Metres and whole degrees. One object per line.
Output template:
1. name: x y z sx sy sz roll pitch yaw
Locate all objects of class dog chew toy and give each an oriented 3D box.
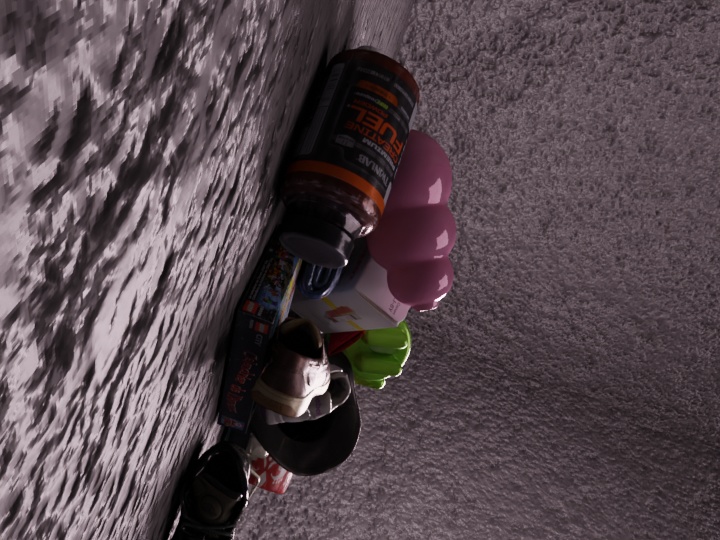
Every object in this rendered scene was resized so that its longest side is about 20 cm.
1. dog chew toy: 0.056 -0.054 0.753 0.125 0.122 0.204 127 -50 -86

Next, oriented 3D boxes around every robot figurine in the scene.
1. robot figurine: 0.009 0.099 1.035 0.200 0.114 0.179 -142 -120 -69

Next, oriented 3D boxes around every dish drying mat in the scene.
1. dish drying mat: -0.009 0.037 0.987 0.076 0.018 0.202 -36 -151 32

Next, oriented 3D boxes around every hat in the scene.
1. hat: -0.094 0.189 0.914 0.081 0.199 0.203 -37 -154 46

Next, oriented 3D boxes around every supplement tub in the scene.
1. supplement tub: -0.015 -0.107 0.647 0.107 0.105 0.203 113 -5 -72

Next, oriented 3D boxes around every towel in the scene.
1. towel: -0.053 -0.027 0.828 0.200 0.048 0.113 -151 -99 -75

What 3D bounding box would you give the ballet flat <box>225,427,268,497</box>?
1. ballet flat: -0.165 0.265 0.906 0.073 0.072 0.203 119 -10 -83

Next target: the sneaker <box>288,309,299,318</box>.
1. sneaker: -0.100 0.096 1.117 0.076 0.089 0.202 -91 -161 -59

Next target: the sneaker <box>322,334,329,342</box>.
1. sneaker: -0.083 0.088 1.290 0.203 0.112 0.075 -69 -159 -1

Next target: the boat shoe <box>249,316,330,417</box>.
1. boat shoe: -0.061 0.085 0.675 0.200 0.071 0.073 -34 145 -82

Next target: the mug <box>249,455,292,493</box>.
1. mug: -0.124 0.234 1.037 0.178 0.131 0.203 70 42 -73

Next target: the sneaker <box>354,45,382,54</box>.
1. sneaker: -0.013 -0.184 0.836 0.203 0.066 0.109 106 4 -48

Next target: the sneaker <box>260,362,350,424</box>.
1. sneaker: -0.055 0.146 0.807 0.200 0.098 0.076 -37 125 -80

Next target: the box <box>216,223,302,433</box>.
1. box: -0.110 0.068 0.730 0.138 0.037 0.202 -73 -178 -47

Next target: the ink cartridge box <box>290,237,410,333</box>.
1. ink cartridge box: 0.000 0.000 0.892 0.199 0.083 0.147 -14 -137 57

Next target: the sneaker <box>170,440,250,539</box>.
1. sneaker: -0.161 0.271 0.655 0.114 0.075 0.203 107 -2 -69
